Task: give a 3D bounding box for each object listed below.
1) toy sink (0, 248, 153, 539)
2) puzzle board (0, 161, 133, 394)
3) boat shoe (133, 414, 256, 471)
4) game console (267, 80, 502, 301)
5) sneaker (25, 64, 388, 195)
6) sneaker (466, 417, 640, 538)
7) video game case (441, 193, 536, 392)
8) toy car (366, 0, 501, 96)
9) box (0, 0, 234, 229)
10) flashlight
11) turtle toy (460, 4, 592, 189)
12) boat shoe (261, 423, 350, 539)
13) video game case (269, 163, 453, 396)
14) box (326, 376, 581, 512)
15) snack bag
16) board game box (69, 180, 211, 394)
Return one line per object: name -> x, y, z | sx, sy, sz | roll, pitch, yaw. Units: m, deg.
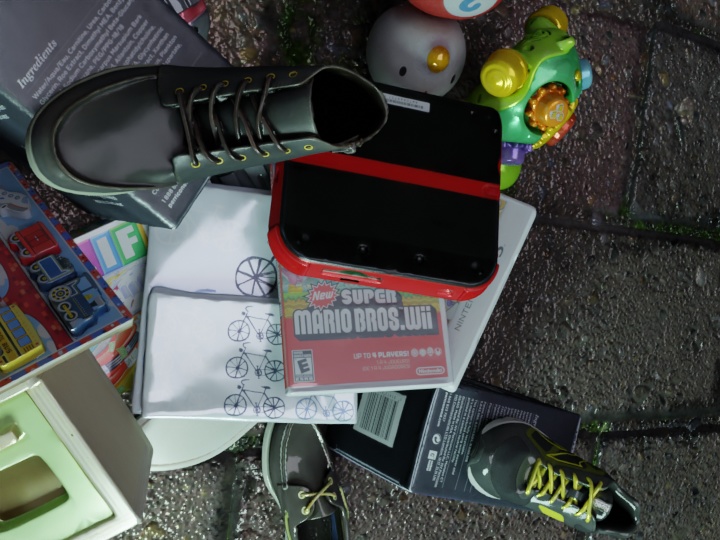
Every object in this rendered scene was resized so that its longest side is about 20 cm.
toy sink -> -0.257, 0.107, 0.641 | 0.129, 0.112, 0.201 | -25, 111, 2
puzzle board -> -0.268, 0.006, 0.612 | 0.150, 0.200, 0.017 | -29, 144, -27
boat shoe -> -0.122, 0.103, 0.788 | 0.199, 0.062, 0.075 | -32, 123, -21
game console -> 0.026, -0.072, 0.756 | 0.198, 0.031, 0.179 | 9, 70, -15
sneaker -> -0.087, -0.091, 0.524 | 0.199, 0.106, 0.076 | -18, 104, -32
sneaker -> 0.181, 0.189, 0.813 | 0.199, 0.084, 0.075 | 25, 82, -34
video game case -> 0.032, -0.014, 0.811 | 0.183, 0.199, 0.023 | -63, 164, -15
toy car -> 0.062, -0.222, 0.817 | 0.183, 0.177, 0.202 | 0, 109, -23
box -> -0.205, -0.136, 0.622 | 0.200, 0.196, 0.118 | 40, 74, -30
flashlight -> -0.123, -0.150, 0.753 | 0.068, 0.067, 0.201 | -40, 115, -24
turtle toy -> 0.149, -0.154, 0.875 | 0.101, 0.200, 0.146 | 42, 49, -1
boat shoe -> -0.044, 0.226, 0.858 | 0.071, 0.060, 0.203 | -17, 105, -31
video game case -> 0.000, 0.000, 0.750 | 0.142, 0.017, 0.202 | -1, 75, -17
box -> 0.092, 0.159, 0.888 | 0.199, 0.148, 0.105 | 18, 86, -33
snack bag -> -0.086, 0.024, 0.744 | 0.187, 0.021, 0.202 | 6, 82, -18
board game box -> -0.193, 0.023, 0.748 | 0.199, 0.034, 0.136 | -29, 111, -27
